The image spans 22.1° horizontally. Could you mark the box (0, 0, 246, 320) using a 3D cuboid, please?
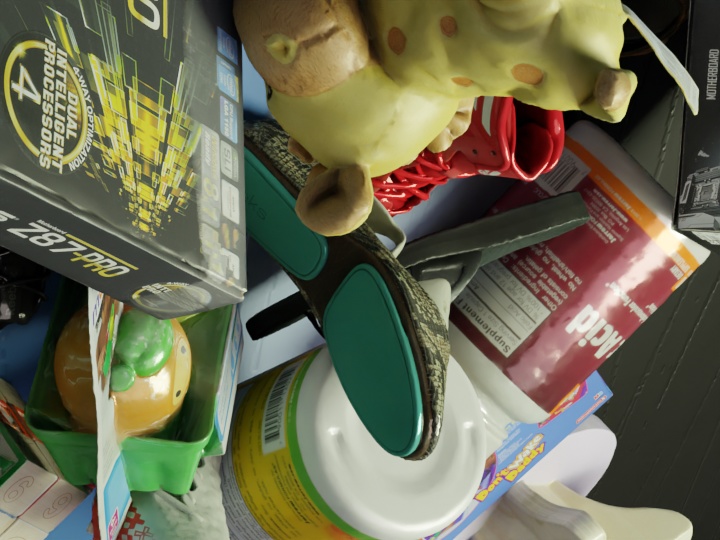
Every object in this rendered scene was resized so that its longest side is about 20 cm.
[{"bbox_3d":[-0.107,-0.098,0.709,0.049,0.201,0.161,-13,155,26],"label":"box"}]

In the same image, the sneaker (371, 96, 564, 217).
[{"bbox_3d":[0.029,-0.056,0.949,0.078,0.116,0.201,-5,131,-42],"label":"sneaker"}]

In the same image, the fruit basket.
[{"bbox_3d":[-0.097,0.004,0.849,0.093,0.186,0.201,9,135,-3],"label":"fruit basket"}]

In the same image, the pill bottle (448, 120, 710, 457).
[{"bbox_3d":[0.103,0.018,1.104,0.200,0.114,0.114,-46,146,4],"label":"pill bottle"}]

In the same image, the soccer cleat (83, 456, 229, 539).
[{"bbox_3d":[-0.100,0.104,0.943,0.068,0.200,0.085,31,94,-23],"label":"soccer cleat"}]

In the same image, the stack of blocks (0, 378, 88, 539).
[{"bbox_3d":[-0.234,0.152,0.914,0.200,0.115,0.059,-44,146,1],"label":"stack of blocks"}]

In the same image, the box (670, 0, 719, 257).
[{"bbox_3d":[0.224,-0.089,1.043,0.200,0.049,0.159,13,81,-69],"label":"box"}]

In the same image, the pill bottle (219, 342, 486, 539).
[{"bbox_3d":[-0.030,0.106,1.007,0.111,0.112,0.200,-14,172,-35],"label":"pill bottle"}]

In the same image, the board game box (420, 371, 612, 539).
[{"bbox_3d":[0.066,0.110,1.229,0.200,0.045,0.135,-41,146,-2],"label":"board game box"}]

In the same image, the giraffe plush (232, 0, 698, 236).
[{"bbox_3d":[0.021,-0.110,0.766,0.162,0.200,0.173,-28,-166,26],"label":"giraffe plush"}]

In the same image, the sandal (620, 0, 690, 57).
[{"bbox_3d":[0.148,-0.152,1.014,0.199,0.055,0.082,-11,136,-46],"label":"sandal"}]

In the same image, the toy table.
[{"bbox_3d":[0.132,0.204,1.335,0.200,0.117,0.184,-38,146,-8],"label":"toy table"}]

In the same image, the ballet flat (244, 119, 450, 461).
[{"bbox_3d":[0.000,0.000,0.912,0.075,0.200,0.068,-16,152,-42],"label":"ballet flat"}]

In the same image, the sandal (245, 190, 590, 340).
[{"bbox_3d":[0.036,0.009,1.004,0.199,0.048,0.075,-19,174,-7],"label":"sandal"}]

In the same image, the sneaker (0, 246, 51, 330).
[{"bbox_3d":[-0.162,-0.026,0.814,0.076,0.091,0.201,2,125,-39],"label":"sneaker"}]
